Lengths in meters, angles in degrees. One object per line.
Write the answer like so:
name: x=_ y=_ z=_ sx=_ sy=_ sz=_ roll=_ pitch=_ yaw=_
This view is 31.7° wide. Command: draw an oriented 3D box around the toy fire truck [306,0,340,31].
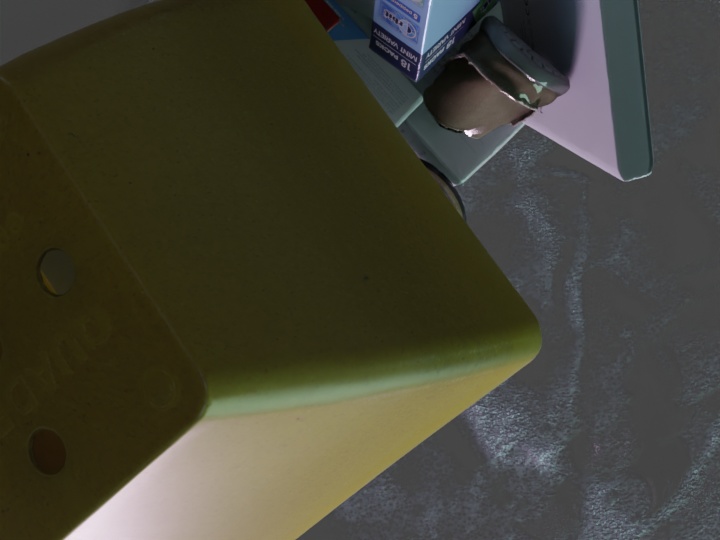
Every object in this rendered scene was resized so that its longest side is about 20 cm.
toy fire truck: x=0.019 y=-0.229 z=0.837 sx=0.141 sy=0.049 sz=0.200 roll=-37 pitch=-170 yaw=45

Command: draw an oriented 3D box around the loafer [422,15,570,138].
loafer: x=0.087 y=-0.120 z=0.870 sx=0.070 sy=0.075 sz=0.200 roll=-51 pitch=-177 yaw=1

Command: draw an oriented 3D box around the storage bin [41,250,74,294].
storage bin: x=-0.174 y=0.062 z=0.824 sx=0.094 sy=0.200 sz=0.199 roll=-45 pitch=-174 yaw=9

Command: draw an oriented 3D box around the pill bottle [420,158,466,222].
pill bottle: x=0.000 y=0.000 z=0.913 sx=0.112 sy=0.112 sz=0.200 roll=-40 pitch=-173 yaw=33

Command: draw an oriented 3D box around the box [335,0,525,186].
box: x=0.036 y=-0.173 z=1.062 sx=0.131 sy=0.200 sz=0.199 roll=-44 pitch=-174 yaw=-11

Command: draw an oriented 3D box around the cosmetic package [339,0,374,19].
cosmetic package: x=0.070 y=-0.264 z=0.927 sx=0.200 sy=0.051 sz=0.082 roll=-47 pitch=-131 yaw=-12

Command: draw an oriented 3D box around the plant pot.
plant pot: x=-0.086 y=0.016 z=0.495 sx=0.200 sy=0.200 sz=0.176 roll=-41 pitch=166 yaw=25

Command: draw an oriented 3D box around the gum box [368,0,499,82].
gum box: x=0.080 y=-0.229 z=0.736 sx=0.170 sy=0.045 sz=0.200 roll=-47 pitch=164 yaw=-22

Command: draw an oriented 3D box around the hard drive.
hard drive: x=0.141 y=-0.148 z=0.865 sx=0.027 sy=0.132 sz=0.200 roll=-13 pitch=-160 yaw=-8

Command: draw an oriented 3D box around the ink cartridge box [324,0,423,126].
ink cartridge box: x=-0.079 y=-0.090 z=0.902 sx=0.200 sy=0.129 sz=0.125 roll=-47 pitch=-173 yaw=-35
